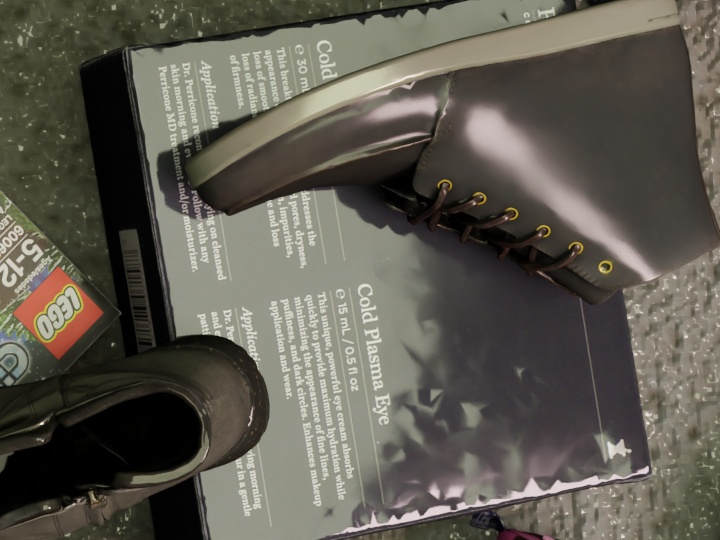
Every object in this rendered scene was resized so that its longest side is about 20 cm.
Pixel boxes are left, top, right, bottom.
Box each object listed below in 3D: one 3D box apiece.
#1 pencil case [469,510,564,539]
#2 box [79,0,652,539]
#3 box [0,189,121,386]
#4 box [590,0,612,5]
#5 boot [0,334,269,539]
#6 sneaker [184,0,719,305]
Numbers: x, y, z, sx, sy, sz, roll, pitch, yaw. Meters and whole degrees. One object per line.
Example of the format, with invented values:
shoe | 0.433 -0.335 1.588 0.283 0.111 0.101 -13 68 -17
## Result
pencil case | 0.049 0.202 1.173 0.090 0.094 0.201 22 82 10
box | 0.000 0.000 1.155 0.181 0.104 0.201 -9 92 -15
box | -0.210 0.039 1.129 0.137 0.038 0.200 45 78 -11
box | 0.137 -0.195 1.146 0.107 0.200 0.149 -29 96 -13
boot | -0.133 0.072 1.034 0.199 0.131 0.068 -22 89 13
sneaker | 0.041 -0.029 1.073 0.199 0.075 0.107 -17 91 -17
